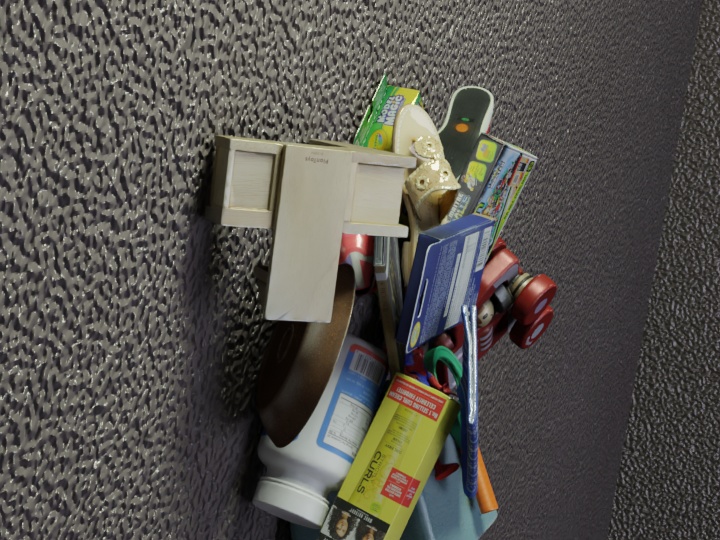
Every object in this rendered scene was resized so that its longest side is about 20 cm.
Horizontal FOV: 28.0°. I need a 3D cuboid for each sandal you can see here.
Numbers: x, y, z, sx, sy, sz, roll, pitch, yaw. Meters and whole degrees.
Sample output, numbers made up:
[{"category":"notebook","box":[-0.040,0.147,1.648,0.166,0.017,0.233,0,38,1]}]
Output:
[{"category":"sandal","box":[0.086,-0.080,1.606,0.077,0.069,0.215,-4,93,-39]}]

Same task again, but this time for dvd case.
[{"category":"dvd case","box":[0.034,0.014,1.580,0.150,0.016,0.202,-86,170,-46]}]

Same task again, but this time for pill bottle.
[{"category":"pill bottle","box":[-0.048,0.172,1.581,0.202,0.111,0.112,-69,157,-16]}]

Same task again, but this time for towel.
[{"category":"towel","box":[0.118,0.147,1.588,0.201,0.023,0.147,83,7,-58]}]

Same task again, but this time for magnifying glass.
[{"category":"magnifying glass","box":[0.120,0.187,1.704,0.079,0.022,0.202,2,65,-59]}]

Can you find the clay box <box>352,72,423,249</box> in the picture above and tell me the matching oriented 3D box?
[{"category":"clay box","box":[0.044,-0.128,1.721,0.201,0.047,0.116,71,37,-56]}]

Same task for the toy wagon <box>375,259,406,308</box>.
[{"category":"toy wagon","box":[0.087,0.000,1.816,0.155,0.040,0.200,-42,164,-9]}]

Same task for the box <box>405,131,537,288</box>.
[{"category":"box","box":[0.131,-0.057,1.696,0.110,0.034,0.202,8,110,-62]}]

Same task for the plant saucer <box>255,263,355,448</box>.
[{"category":"plant saucer","box":[-0.063,0.081,1.484,0.201,0.036,0.202,-58,-162,31]}]

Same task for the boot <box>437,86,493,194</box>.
[{"category":"boot","box":[0.114,-0.108,1.761,0.146,0.071,0.201,89,22,-44]}]

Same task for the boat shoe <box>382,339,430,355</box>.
[{"category":"boat shoe","box":[0.062,0.093,1.864,0.200,0.072,0.076,15,92,-74]}]

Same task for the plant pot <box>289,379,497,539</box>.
[{"category":"plant pot","box":[0.024,0.239,1.707,0.196,0.193,0.203,-29,107,-61]}]

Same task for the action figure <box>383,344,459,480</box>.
[{"category":"action figure","box":[0.068,0.136,1.642,0.065,0.052,0.202,22,39,-40]}]

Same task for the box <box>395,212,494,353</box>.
[{"category":"box","box":[0.088,0.011,1.567,0.200,0.032,0.123,-22,127,-64]}]

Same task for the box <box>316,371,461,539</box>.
[{"category":"box","box":[0.031,0.217,1.545,0.202,0.075,0.050,-63,156,-6]}]

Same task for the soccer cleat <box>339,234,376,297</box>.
[{"category":"soccer cleat","box":[0.000,0.000,1.614,0.200,0.066,0.078,64,17,-78]}]

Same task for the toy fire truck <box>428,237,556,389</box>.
[{"category":"toy fire truck","box":[0.154,0.061,1.835,0.168,0.112,0.201,-45,160,-14]}]

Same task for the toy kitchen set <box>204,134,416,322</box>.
[{"category":"toy kitchen set","box":[-0.078,-0.047,1.435,0.197,0.180,0.166,4,98,-28]}]
